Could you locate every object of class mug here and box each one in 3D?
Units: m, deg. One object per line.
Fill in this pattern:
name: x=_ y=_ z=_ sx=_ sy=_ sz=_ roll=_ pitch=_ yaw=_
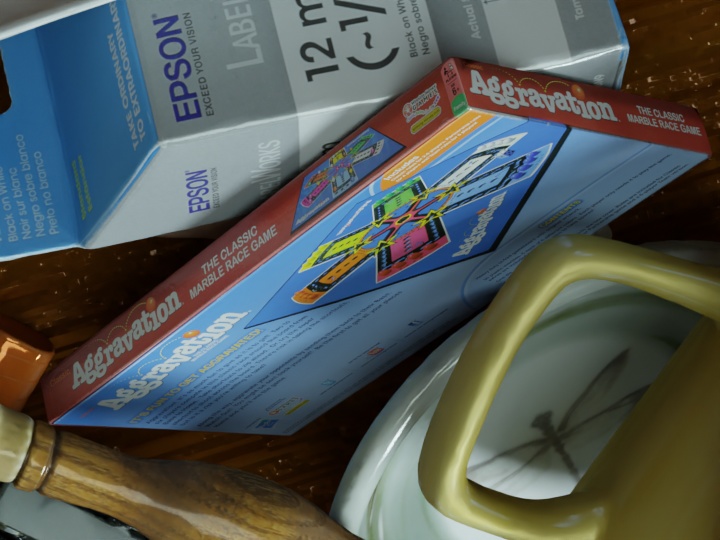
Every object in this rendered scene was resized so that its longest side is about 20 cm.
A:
mug: x=0.133 y=0.064 z=0.719 sx=0.187 sy=0.149 sz=0.153 roll=12 pitch=109 yaw=-48

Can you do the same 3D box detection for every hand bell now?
hand bell: x=-0.090 y=0.057 z=0.717 sx=0.200 sy=0.104 sz=0.104 roll=19 pitch=105 yaw=-15

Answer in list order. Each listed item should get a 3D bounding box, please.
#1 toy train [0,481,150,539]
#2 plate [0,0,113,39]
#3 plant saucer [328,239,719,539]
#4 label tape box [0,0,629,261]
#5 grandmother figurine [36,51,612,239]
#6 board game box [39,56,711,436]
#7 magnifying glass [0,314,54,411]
toy train: x=-0.147 y=0.053 z=0.768 sx=0.200 sy=0.046 sz=0.034 roll=28 pitch=86 yaw=-3
plate: x=-0.079 y=-0.159 z=0.680 sx=0.199 sy=0.032 sz=0.200 roll=-18 pitch=70 yaw=-5
plant saucer: x=0.072 y=0.066 z=0.814 sx=0.200 sy=0.050 sz=0.200 roll=-14 pitch=128 yaw=-18
label tape box: x=-0.038 y=-0.093 z=0.705 sx=0.200 sy=0.066 sz=0.143 roll=-11 pitch=69 yaw=-8
grandmother figurine: x=-0.010 y=-0.033 z=0.779 sx=0.200 sy=0.061 sz=0.121 roll=12 pitch=134 yaw=-18
board game box: x=0.000 y=0.000 z=0.730 sx=0.103 sy=0.019 sz=0.200 roll=6 pitch=149 yaw=-43
magnifying glass: x=-0.162 y=0.104 z=0.816 sx=0.080 sy=0.022 sz=0.200 roll=27 pitch=104 yaw=-19
